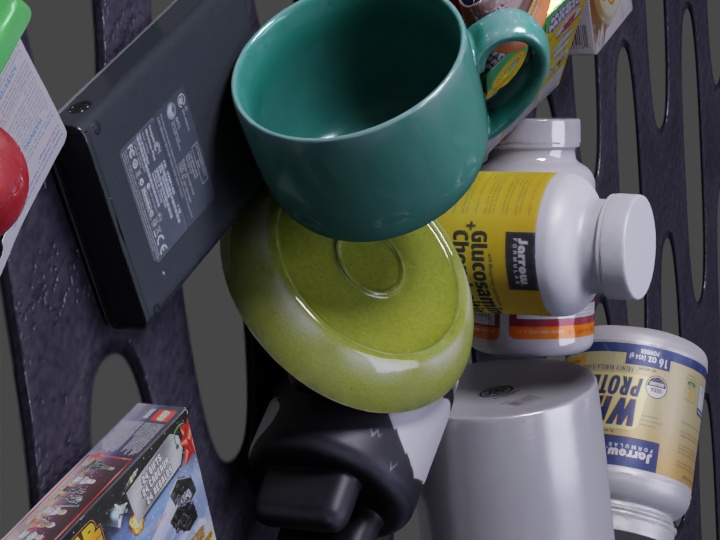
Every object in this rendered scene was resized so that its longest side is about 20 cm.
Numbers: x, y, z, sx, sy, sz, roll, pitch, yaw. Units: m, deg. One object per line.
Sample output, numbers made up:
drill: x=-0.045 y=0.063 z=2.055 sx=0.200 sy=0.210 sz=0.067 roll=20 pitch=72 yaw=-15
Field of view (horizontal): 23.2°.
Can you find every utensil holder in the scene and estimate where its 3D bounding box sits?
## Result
utensil holder: x=0.126 y=0.190 z=1.445 sx=0.170 sy=0.168 sz=0.202 roll=-30 pitch=115 yaw=-59

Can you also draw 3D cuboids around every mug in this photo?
mug: x=0.019 y=-0.091 z=1.109 sx=0.153 sy=0.183 sz=0.115 roll=-62 pitch=148 yaw=-35

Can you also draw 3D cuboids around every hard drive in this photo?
hard drive: x=-0.114 y=-0.078 z=1.084 sx=0.200 sy=0.033 sz=0.141 roll=-54 pitch=138 yaw=-47

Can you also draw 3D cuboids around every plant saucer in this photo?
plant saucer: x=0.000 y=0.000 z=1.182 sx=0.198 sy=0.031 sz=0.202 roll=20 pitch=48 yaw=-23

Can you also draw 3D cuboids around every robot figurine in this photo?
robot figurine: x=-0.002 y=0.105 z=1.220 sx=0.151 sy=0.124 sz=0.201 roll=119 pitch=-5 yaw=-55

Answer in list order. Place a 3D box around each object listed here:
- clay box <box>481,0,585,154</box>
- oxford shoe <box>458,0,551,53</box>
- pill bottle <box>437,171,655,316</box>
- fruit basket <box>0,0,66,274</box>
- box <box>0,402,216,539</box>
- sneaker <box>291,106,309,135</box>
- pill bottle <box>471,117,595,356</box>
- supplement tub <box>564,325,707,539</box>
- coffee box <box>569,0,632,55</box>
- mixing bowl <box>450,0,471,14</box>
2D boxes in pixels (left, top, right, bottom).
clay box: x=0.116 y=-0.163 z=1.381 sx=0.115 sy=0.048 sz=0.200 roll=-44 pitch=168 yaw=-12
oxford shoe: x=0.112 y=-0.261 z=1.243 sx=0.073 sy=0.071 sz=0.202 roll=29 pitch=67 yaw=-55
pill bottle: x=0.126 y=-0.021 z=1.383 sx=0.112 sy=0.198 sz=0.113 roll=-8 pitch=99 yaw=-63
fruit basket: x=-0.214 y=-0.059 z=0.854 sx=0.201 sy=0.093 sz=0.187 roll=80 pitch=26 yaw=-57
box: x=-0.152 y=0.187 z=1.024 sx=0.200 sy=0.040 sz=0.138 roll=-47 pitch=134 yaw=-53
sneaker: x=0.005 y=-0.128 z=1.252 sx=0.200 sy=0.091 sz=0.077 roll=-30 pitch=119 yaw=-58
pill bottle: x=0.149 y=-0.031 z=1.525 sx=0.113 sy=0.112 sz=0.202 roll=-11 pitch=102 yaw=-63
supplement tub: x=0.262 y=0.168 z=1.734 sx=0.144 sy=0.143 sz=0.202 roll=39 pitch=57 yaw=-58
coffee box: x=0.187 y=-0.312 z=1.612 sx=0.114 sy=0.079 sz=0.202 roll=-49 pitch=135 yaw=-51
mixing bowl: x=0.006 y=-0.263 z=1.223 sx=0.200 sy=0.107 sz=0.203 roll=-12 pitch=104 yaw=-62
